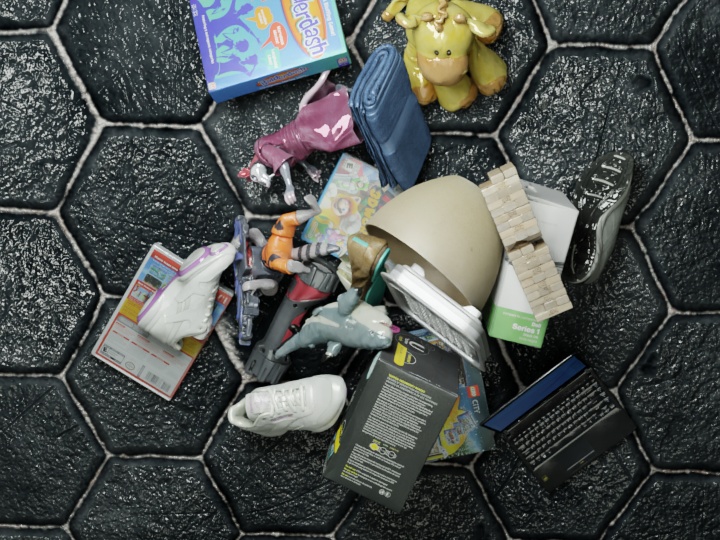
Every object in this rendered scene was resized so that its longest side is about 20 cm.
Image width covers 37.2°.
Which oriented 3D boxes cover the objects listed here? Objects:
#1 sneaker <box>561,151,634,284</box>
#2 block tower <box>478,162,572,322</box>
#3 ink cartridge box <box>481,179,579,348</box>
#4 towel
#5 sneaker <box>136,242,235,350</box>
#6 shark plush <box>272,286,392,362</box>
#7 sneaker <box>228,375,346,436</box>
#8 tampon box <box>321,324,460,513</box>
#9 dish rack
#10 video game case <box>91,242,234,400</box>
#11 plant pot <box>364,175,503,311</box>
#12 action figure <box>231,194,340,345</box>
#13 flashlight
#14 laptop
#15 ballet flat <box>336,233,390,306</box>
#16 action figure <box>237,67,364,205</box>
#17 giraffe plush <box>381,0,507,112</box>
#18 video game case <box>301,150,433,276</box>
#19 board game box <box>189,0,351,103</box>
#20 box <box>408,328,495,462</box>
[{"bbox_3d":[0.343,-0.075,1.544,0.073,0.079,0.203,23,92,35],"label":"sneaker"},{"bbox_3d":[0.215,-0.037,1.408,0.053,0.058,0.203,-23,100,8],"label":"block tower"},{"bbox_3d":[0.236,-0.014,1.516,0.083,0.146,0.204,13,105,-2],"label":"ink cartridge box"},{"bbox_3d":[0.041,-0.204,1.448,0.048,0.201,0.113,14,65,27],"label":"towel"},{"bbox_3d":[-0.236,0.037,1.558,0.099,0.075,0.200,42,117,-13],"label":"sneaker"},{"bbox_3d":[-0.046,0.089,1.510,0.196,0.091,0.085,-11,63,17],"label":"shark plush"},{"bbox_3d":[-0.108,0.202,1.562,0.198,0.099,0.076,-23,65,33],"label":"sneaker"},{"bbox_3d":[0.046,0.208,1.538,0.125,0.150,0.203,25,107,-2],"label":"tampon box"},{"bbox_3d":[0.114,0.060,1.486,0.171,0.200,0.044,37,81,18],"label":"dish rack"},{"bbox_3d":[-0.299,0.080,1.616,0.142,0.017,0.202,31,103,-7],"label":"video game case"},{"bbox_3d":[0.122,-0.051,1.480,0.200,0.200,0.135,40,82,-9],"label":"plant pot"},{"bbox_3d":[-0.121,0.008,1.523,0.103,0.193,0.204,12,65,-32],"label":"action figure"},{"bbox_3d":[-0.097,0.075,1.591,0.067,0.068,0.202,32,108,19],"label":"flashlight"},{"bbox_3d":[0.300,0.232,1.603,0.176,0.103,0.201,-38,101,11],"label":"laptop"},{"bbox_3d":[0.000,0.000,1.519,0.072,0.201,0.068,31,71,11],"label":"ballet flat"},{"bbox_3d":[-0.088,-0.184,1.483,0.197,0.134,0.151,-26,102,5],"label":"action figure"},{"bbox_3d":[0.116,-0.308,1.431,0.170,0.162,0.203,-22,104,7],"label":"giraffe plush"},{"bbox_3d":[0.030,-0.065,1.572,0.198,0.018,0.145,27,103,-6],"label":"video game case"},{"bbox_3d":[-0.124,-0.332,1.459,0.196,0.045,0.155,-16,77,4],"label":"board game box"},{"bbox_3d":[0.122,0.186,1.627,0.134,0.038,0.204,-11,104,4],"label":"box"}]
